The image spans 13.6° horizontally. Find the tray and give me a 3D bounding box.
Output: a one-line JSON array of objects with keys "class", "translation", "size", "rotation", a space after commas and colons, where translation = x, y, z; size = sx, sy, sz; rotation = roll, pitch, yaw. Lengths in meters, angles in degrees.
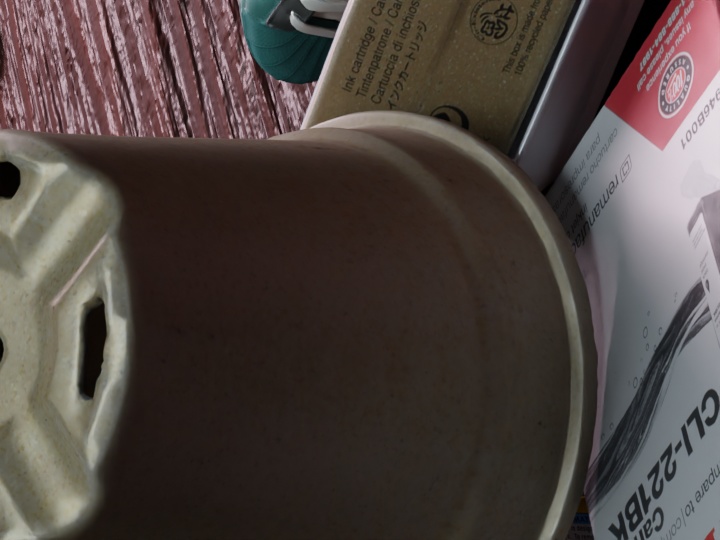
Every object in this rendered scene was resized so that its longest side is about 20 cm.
[{"class": "tray", "translation": [0.094, -0.112, 1.053], "size": [0.107, 0.022, 0.201], "rotation": [-54, -13, -84]}]

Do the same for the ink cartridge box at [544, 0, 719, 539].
[{"class": "ink cartridge box", "translation": [0.131, 0.025, 0.945], "size": [0.145, 0.083, 0.201], "rotation": [121, 148, -43]}]

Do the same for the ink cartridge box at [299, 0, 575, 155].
[{"class": "ink cartridge box", "translation": [0.035, -0.099, 1.113], "size": [0.165, 0.075, 0.201], "rotation": [-72, 4, -56]}]

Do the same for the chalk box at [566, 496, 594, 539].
[{"class": "chalk box", "translation": [0.028, 0.170, 1.110], "size": [0.200, 0.124, 0.124], "rotation": [-39, 52, 55]}]

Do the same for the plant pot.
[{"class": "plant pot", "translation": [-0.058, 0.034, 0.960], "size": [0.200, 0.183, 0.202], "rotation": [-8, 77, 40]}]

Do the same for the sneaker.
[{"class": "sneaker", "translation": [0.004, -0.145, 1.264], "size": [0.080, 0.071, 0.200], "rotation": [-106, 34, -44]}]
